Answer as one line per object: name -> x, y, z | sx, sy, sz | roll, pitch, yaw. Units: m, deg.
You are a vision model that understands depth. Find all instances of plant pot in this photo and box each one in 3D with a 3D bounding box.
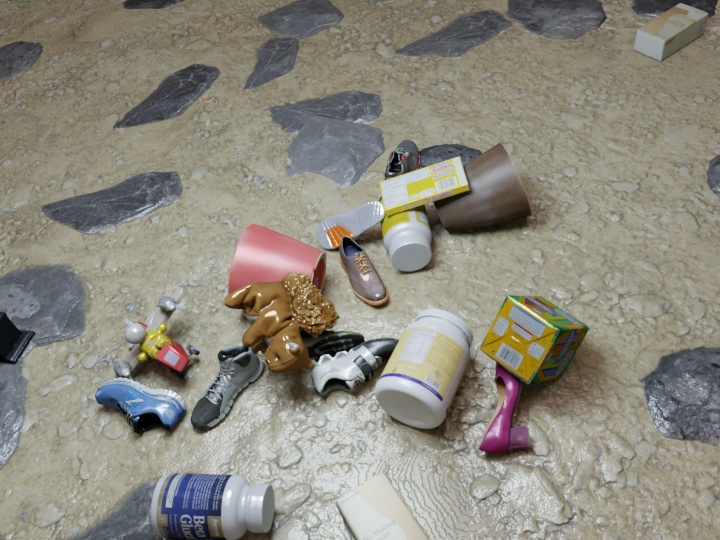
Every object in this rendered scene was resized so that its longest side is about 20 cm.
plant pot -> 0.276, -0.178, 1.625 | 0.200, 0.187, 0.187 | -23, 47, 8
plant pot -> -0.179, 0.009, 1.531 | 0.177, 0.201, 0.201 | 13, 52, 7

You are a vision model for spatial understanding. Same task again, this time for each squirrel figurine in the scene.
squirrel figurine -> -0.142, 0.107, 1.372 | 0.200, 0.142, 0.187 | -31, 50, -9

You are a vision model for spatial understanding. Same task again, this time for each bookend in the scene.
bookend -> -0.894, 0.110, 1.549 | 0.198, 0.200, 0.092 | 4, 50, 14

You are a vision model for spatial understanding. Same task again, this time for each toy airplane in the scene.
toy airplane -> -0.460, 0.145, 1.477 | 0.199, 0.141, 0.200 | -19, 59, 18

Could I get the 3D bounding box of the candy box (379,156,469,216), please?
candy box -> 0.146, -0.195, 1.580 | 0.200, 0.026, 0.102 | -17, 45, 11

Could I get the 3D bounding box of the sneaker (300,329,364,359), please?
sneaker -> -0.091, 0.143, 1.466 | 0.200, 0.077, 0.089 | -6, 40, 2

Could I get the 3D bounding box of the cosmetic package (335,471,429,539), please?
cosmetic package -> 0.052, 0.455, 1.150 | 0.105, 0.071, 0.200 | -29, 50, -15

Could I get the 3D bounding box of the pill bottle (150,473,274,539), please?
pill bottle -> -0.260, 0.422, 1.218 | 0.200, 0.111, 0.111 | -2, 49, 9

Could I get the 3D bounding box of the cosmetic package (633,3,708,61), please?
cosmetic package -> 0.927, -0.714, 2.037 | 0.200, 0.071, 0.105 | -34, 52, -19

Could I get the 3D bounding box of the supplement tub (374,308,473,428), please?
supplement tub -> 0.129, 0.189, 1.332 | 0.145, 0.146, 0.200 | 15, 53, 22

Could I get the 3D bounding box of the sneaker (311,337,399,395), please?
sneaker -> -0.002, 0.204, 1.396 | 0.200, 0.074, 0.089 | -21, 48, 5

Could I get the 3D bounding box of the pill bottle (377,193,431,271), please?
pill bottle -> 0.106, -0.103, 1.616 | 0.114, 0.114, 0.200 | -9, 48, 2

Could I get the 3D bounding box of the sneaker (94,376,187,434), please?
sneaker -> -0.464, 0.281, 1.402 | 0.200, 0.079, 0.089 | 8, 48, 16

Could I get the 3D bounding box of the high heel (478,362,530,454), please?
high heel -> 0.259, 0.250, 1.303 | 0.096, 0.067, 0.200 | -1, 51, -5

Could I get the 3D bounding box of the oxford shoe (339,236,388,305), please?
oxford shoe -> 0.000, 0.000, 1.570 | 0.071, 0.073, 0.200 | -26, 50, -14

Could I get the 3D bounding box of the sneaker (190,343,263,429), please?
sneaker -> -0.288, 0.222, 1.397 | 0.075, 0.116, 0.200 | 23, 56, 27

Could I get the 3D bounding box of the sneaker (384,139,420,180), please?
sneaker -> 0.110, -0.292, 1.803 | 0.077, 0.082, 0.200 | 6, 50, 15

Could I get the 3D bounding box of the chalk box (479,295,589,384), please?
chalk box -> 0.350, 0.130, 1.332 | 0.125, 0.124, 0.200 | 36, 20, 33

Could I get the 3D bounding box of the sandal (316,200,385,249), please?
sandal -> -0.015, -0.105, 1.658 | 0.206, 0.059, 0.079 | -20, 75, 30
